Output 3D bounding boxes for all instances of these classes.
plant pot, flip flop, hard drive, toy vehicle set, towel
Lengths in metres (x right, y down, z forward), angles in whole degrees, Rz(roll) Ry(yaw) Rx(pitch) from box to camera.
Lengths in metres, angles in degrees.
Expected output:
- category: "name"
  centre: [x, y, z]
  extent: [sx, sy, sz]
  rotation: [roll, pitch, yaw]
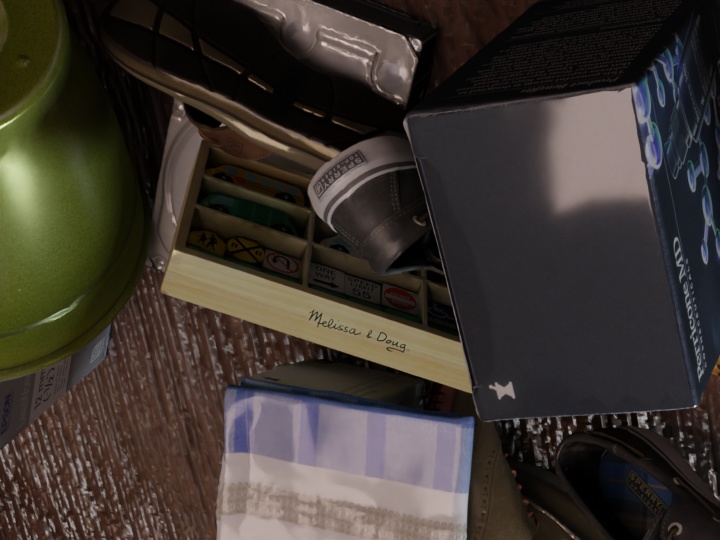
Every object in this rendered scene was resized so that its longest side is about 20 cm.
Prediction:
- category: "plant pot"
  centre: [-0.215, -0.070, 0.862]
  extent: [0.200, 0.201, 0.193]
  rotation: [28, 153, 10]
- category: "flip flop"
  centre: [-0.055, -0.087, 0.865]
  extent: [0.199, 0.081, 0.058]
  rotation: [28, 135, 3]
- category: "hard drive"
  centre: [-0.044, -0.068, 0.928]
  extent: [0.139, 0.038, 0.201]
  rotation: [23, 119, 13]
- category: "toy vehicle set"
  centre: [0.000, 0.000, 0.848]
  extent: [0.199, 0.125, 0.027]
  rotation: [18, 119, -10]
- category: "towel"
  centre: [-0.017, 0.166, 0.873]
  extent: [0.146, 0.024, 0.201]
  rotation: [8, 96, 18]

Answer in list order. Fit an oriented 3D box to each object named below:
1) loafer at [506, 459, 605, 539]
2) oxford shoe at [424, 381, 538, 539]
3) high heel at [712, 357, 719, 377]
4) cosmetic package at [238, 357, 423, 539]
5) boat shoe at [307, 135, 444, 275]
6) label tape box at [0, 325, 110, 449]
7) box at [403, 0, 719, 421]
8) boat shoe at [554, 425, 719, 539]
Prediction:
- category: "loafer"
  centre: [0.127, 0.186, 0.945]
  extent: [0.199, 0.070, 0.075]
  rotation: [35, 122, 6]
- category: "oxford shoe"
  centre: [0.065, 0.125, 0.917]
  extent: [0.074, 0.070, 0.201]
  rotation: [10, 83, 1]
- category: "high heel"
  centre: [0.223, 0.069, 0.804]
  extent: [0.199, 0.143, 0.072]
  rotation: [0, 139, 22]
- category: "cosmetic package"
  centre: [-0.028, 0.158, 0.947]
  extent: [0.081, 0.113, 0.201]
  rotation: [12, 99, 19]
- category: "boat shoe"
  centre: [0.044, -0.024, 0.811]
  extent: [0.069, 0.200, 0.057]
  rotation: [-42, 70, 24]
- category: "label tape box"
  centre: [-0.260, 0.046, 0.978]
  extent: [0.143, 0.200, 0.066]
  rotation: [23, 122, 13]
- category: "box"
  centre: [0.117, -0.041, 0.771]
  extent: [0.106, 0.200, 0.149]
  rotation: [-5, 111, 26]
- category: "boat shoe"
  centre: [0.167, 0.143, 0.845]
  extent: [0.200, 0.066, 0.070]
  rotation: [52, 126, 50]
